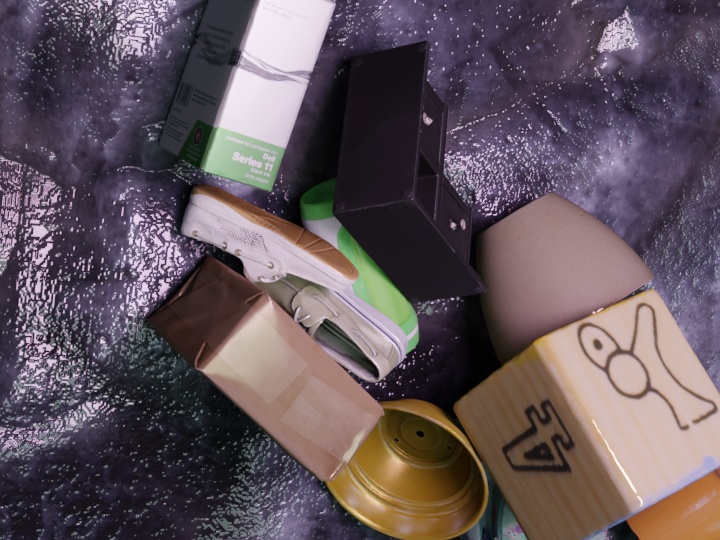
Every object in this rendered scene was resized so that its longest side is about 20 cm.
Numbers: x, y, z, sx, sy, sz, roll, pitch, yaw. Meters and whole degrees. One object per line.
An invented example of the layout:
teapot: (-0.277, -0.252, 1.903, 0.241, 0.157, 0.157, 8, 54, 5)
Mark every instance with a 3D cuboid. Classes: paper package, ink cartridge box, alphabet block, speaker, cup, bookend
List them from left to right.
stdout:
ink cartridge box: (-0.116, -0.196, 1.416, 0.083, 0.147, 0.200, 16, 98, -28)
paper package: (-0.101, 0.100, 1.477, 0.103, 0.191, 0.200, -48, 117, -8)
speaker: (0.000, 0.000, 1.554, 0.088, 0.088, 0.200, -26, 113, -15)
bookend: (0.062, -0.100, 1.512, 0.200, 0.092, 0.199, 49, 40, -49)
cup: (0.211, -0.003, 1.602, 0.200, 0.200, 0.143, -30, 87, -14)
alphabet block: (0.255, 0.166, 1.515, 0.195, 0.196, 0.200, -18, 73, -36)

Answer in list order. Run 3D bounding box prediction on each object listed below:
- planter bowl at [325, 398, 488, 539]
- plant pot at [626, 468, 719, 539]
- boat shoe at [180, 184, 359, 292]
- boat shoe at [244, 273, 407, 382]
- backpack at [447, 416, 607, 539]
planter bowl: (0.059, 0.209, 1.614, 0.200, 0.083, 0.201, 11, 126, 15)
plant pot: (0.433, 0.294, 1.776, 0.183, 0.200, 0.200, -36, 116, 7)
boat shoe: (-0.097, -0.019, 1.481, 0.200, 0.071, 0.069, 28, 104, 12)
boat shoe: (-0.042, 0.046, 1.509, 0.200, 0.062, 0.072, 30, 129, 8)
backpack: (0.197, 0.247, 1.672, 0.176, 0.153, 0.200, -13, 100, -17)
